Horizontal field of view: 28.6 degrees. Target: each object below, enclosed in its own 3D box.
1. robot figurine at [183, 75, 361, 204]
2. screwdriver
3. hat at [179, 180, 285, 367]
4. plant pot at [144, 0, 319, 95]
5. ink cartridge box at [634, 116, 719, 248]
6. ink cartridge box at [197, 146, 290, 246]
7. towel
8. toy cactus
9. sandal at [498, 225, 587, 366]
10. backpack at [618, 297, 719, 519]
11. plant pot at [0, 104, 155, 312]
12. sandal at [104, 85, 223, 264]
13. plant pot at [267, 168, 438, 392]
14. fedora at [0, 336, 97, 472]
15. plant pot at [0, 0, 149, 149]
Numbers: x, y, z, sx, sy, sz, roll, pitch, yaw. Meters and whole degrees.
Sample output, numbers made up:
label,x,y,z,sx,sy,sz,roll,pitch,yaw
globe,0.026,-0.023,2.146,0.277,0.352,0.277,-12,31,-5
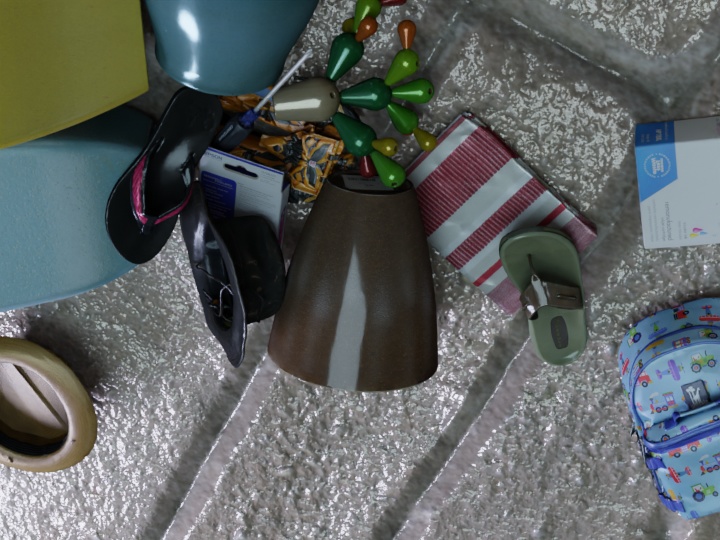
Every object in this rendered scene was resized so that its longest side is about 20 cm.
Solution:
label,x,y,z,sx,sy,sz,roll,pitch,yaw
robot figurine,-0.100,-0.145,1.512,0.200,0.058,0.145,21,120,2
screwdriver,-0.098,-0.166,1.411,0.028,0.029,0.200,18,152,-26
hat,-0.124,-0.003,1.488,0.081,0.201,0.201,-15,116,-17
plant pot,-0.127,-0.284,1.387,0.200,0.200,0.188,17,132,4
ink cartridge box,0.383,-0.094,1.427,0.200,0.067,0.116,-5,114,14
ink cartridge box,-0.130,-0.062,1.531,0.095,0.037,0.200,19,143,6
towel,0.138,-0.061,1.523,0.200,0.023,0.144,42,118,-8
toy cactus,-0.008,-0.183,1.445,0.165,0.102,0.200,-7,101,-4
sandal,0.206,0.032,1.508,0.080,0.057,0.201,-16,126,11
backpack,0.371,0.139,1.507,0.182,0.135,0.200,-18,107,19
plant pot,-0.315,-0.087,1.521,0.200,0.196,0.196,-6,115,-1
sandal,-0.200,-0.093,1.430,0.075,0.045,0.200,20,109,-27
plant pot,0.000,0.000,1.502,0.187,0.187,0.200,8,110,8
fedora,-0.400,0.150,1.708,0.200,0.082,0.201,5,121,8
plant pot,-0.309,-0.255,1.412,0.176,0.200,0.200,-8,122,-11
